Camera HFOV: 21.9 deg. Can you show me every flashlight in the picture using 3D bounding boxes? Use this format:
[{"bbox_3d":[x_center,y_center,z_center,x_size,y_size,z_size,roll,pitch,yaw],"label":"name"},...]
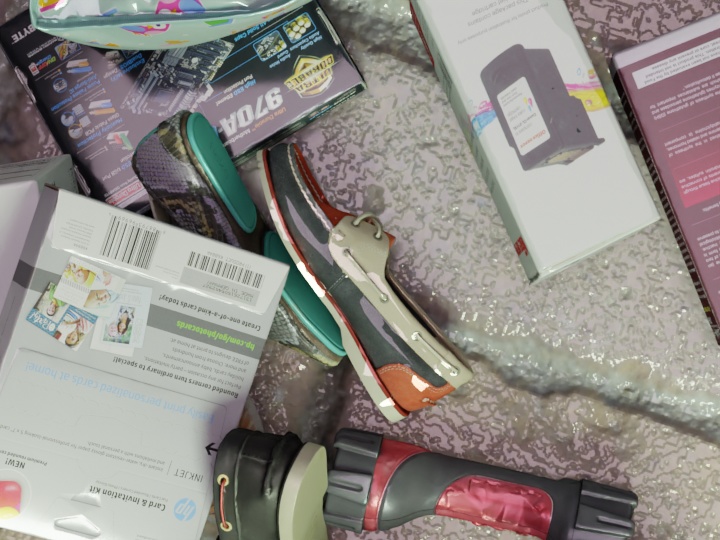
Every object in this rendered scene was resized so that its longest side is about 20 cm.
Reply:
[{"bbox_3d":[0.075,0.153,1.197,0.199,0.068,0.068,13,88,5],"label":"flashlight"}]

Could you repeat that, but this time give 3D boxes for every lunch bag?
[{"bbox_3d":[-0.091,-0.199,1.123,0.199,0.170,0.123,-6,94,3],"label":"lunch bag"}]

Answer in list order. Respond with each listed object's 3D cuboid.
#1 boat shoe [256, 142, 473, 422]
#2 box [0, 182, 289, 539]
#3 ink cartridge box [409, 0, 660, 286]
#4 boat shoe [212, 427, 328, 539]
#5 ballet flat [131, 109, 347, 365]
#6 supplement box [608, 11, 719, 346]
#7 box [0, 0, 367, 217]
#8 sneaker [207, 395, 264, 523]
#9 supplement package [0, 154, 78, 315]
[{"bbox_3d":[0.000,0.000,1.204,0.062,0.071,0.201,-30,91,14],"label":"boat shoe"},{"bbox_3d":[-0.146,0.067,1.119,0.155,0.041,0.201,18,89,-24],"label":"box"},{"bbox_3d":[0.105,-0.100,1.164,0.083,0.146,0.201,-24,87,1],"label":"ink cartridge box"},{"bbox_3d":[-0.059,0.176,1.168,0.063,0.202,0.074,15,45,15],"label":"boat shoe"},{"bbox_3d":[-0.083,-0.012,1.200,0.072,0.072,0.201,-33,112,3],"label":"ballet flat"},{"bbox_3d":[0.245,-0.062,1.195,0.108,0.061,0.201,-21,86,4],"label":"supplement box"},{"bbox_3d":[-0.119,-0.140,1.232,0.199,0.046,0.159,-31,86,3],"label":"box"},{"bbox_3d":[-0.114,0.067,1.218,0.071,0.080,0.201,-21,107,-2],"label":"sneaker"},{"bbox_3d":[-0.249,0.042,1.182,0.155,0.111,0.201,-9,102,4],"label":"supplement package"}]
